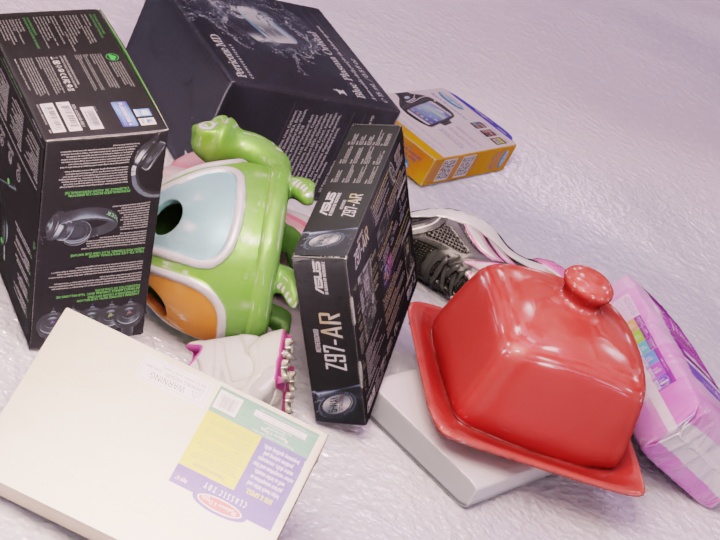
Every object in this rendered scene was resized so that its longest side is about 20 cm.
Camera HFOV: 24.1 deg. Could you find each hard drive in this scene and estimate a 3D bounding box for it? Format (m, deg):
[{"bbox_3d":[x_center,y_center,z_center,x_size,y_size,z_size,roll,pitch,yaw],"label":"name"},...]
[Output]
[{"bbox_3d":[0.104,0.126,1.410,0.132,0.027,0.200,42,30,26],"label":"hard drive"}]

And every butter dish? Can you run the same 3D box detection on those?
[{"bbox_3d":[0.157,0.062,1.379,0.200,0.148,0.200,19,27,-17],"label":"butter dish"}]

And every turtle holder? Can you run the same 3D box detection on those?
[{"bbox_3d":[-0.108,-0.034,1.324,0.131,0.186,0.141,9,-3,-4],"label":"turtle holder"}]

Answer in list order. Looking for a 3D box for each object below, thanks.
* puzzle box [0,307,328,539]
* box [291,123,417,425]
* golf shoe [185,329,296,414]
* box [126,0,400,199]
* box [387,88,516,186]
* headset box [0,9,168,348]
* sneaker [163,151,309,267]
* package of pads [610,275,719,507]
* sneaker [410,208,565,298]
[{"bbox_3d":[-0.136,0.122,1.103,0.200,0.025,0.133,26,58,3],"label":"puzzle box"},{"bbox_3d":[0.000,0.000,1.347,0.043,0.160,0.200,3,36,14],"label":"box"},{"bbox_3d":[-0.102,0.112,1.210,0.091,0.075,0.200,5,29,6],"label":"golf shoe"},{"bbox_3d":[-0.101,-0.175,1.644,0.200,0.118,0.197,5,35,-36],"label":"box"},{"bbox_3d":[0.085,-0.151,1.864,0.119,0.042,0.200,41,27,23],"label":"box"},{"bbox_3d":[-0.220,-0.064,1.256,0.093,0.200,0.174,-7,39,-25],"label":"headset box"},{"bbox_3d":[-0.105,-0.026,1.432,0.200,0.075,0.105,42,36,22],"label":"sneaker"},{"bbox_3d":[0.275,0.108,1.516,0.121,0.076,0.200,44,16,-35],"label":"package of pads"},{"bbox_3d":[0.115,0.012,1.570,0.200,0.080,0.086,20,38,-4],"label":"sneaker"}]
